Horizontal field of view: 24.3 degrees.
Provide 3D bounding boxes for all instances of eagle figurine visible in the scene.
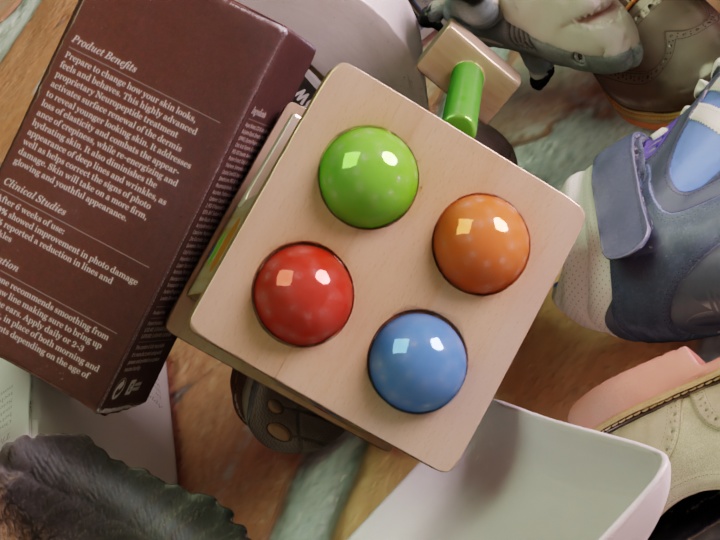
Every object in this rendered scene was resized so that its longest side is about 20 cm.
[{"bbox_3d":[-0.152,0.142,0.741,0.152,0.200,0.151,-7,49,48],"label":"eagle figurine"}]

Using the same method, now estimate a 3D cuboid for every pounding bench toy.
[{"bbox_3d":[0.020,-0.032,0.735,0.200,0.124,0.156,-61,8,-7],"label":"pounding bench toy"}]

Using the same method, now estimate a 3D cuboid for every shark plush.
[{"bbox_3d":[0.072,-0.122,0.867,0.091,0.083,0.200,-47,13,-25],"label":"shark plush"}]

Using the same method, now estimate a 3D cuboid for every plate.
[{"bbox_3d":[0.020,0.138,0.634,0.200,0.032,0.200,-47,12,-9],"label":"plate"}]

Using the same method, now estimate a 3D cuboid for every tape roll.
[{"bbox_3d":[-0.063,-0.097,0.922,0.202,0.202,0.071,-32,33,20],"label":"tape roll"}]

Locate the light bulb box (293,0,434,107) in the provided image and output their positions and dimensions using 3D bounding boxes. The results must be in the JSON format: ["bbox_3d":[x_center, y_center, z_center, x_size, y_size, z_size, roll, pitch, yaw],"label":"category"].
[{"bbox_3d":[-0.065,-0.187,1.105,0.200,0.125,0.198,-39,31,6],"label":"light bulb box"}]

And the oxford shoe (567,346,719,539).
[{"bbox_3d":[0.173,0.052,0.611,0.200,0.071,0.074,-29,54,30],"label":"oxford shoe"}]

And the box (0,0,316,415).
[{"bbox_3d":[-0.113,-0.043,0.803,0.200,0.100,0.075,-63,-10,5],"label":"box"}]

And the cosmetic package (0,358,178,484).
[{"bbox_3d":[-0.211,0.120,0.909,0.199,0.123,0.200,-36,30,13],"label":"cosmetic package"}]

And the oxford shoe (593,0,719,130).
[{"bbox_3d":[0.134,-0.131,0.853,0.071,0.073,0.200,-42,31,3],"label":"oxford shoe"}]

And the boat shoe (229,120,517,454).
[{"bbox_3d":[0.000,0.000,0.856,0.200,0.076,0.072,-48,29,-10],"label":"boat shoe"}]

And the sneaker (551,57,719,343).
[{"bbox_3d":[0.150,-0.059,0.739,0.146,0.081,0.200,-4,54,42],"label":"sneaker"}]
